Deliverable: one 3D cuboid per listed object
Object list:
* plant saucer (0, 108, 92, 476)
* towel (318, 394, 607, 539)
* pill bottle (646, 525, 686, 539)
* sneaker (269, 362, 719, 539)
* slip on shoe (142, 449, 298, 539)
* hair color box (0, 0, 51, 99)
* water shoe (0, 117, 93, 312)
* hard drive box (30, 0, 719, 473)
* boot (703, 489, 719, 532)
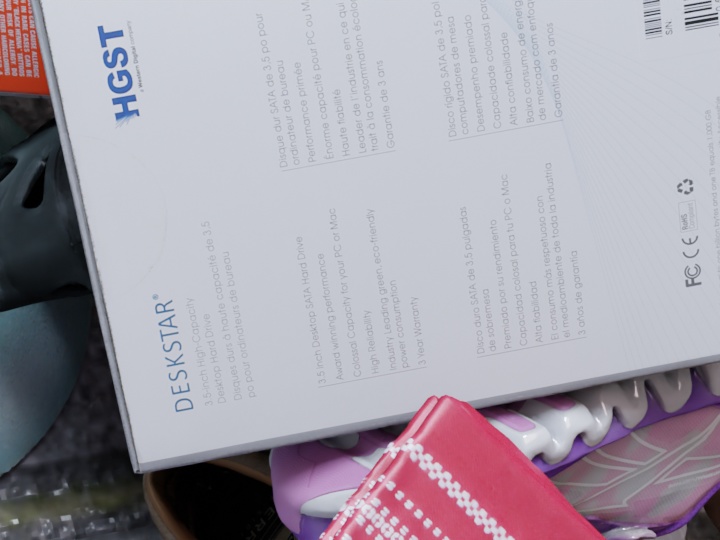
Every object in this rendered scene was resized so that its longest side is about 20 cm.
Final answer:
[{"bbox_3d":[-0.186,-0.010,0.769,0.201,0.039,0.201,11,60,-20],"label":"plant saucer"},{"bbox_3d":[0.015,0.150,0.597,0.145,0.022,0.200,43,70,-9],"label":"towel"},{"bbox_3d":[0.069,0.162,0.752,0.112,0.112,0.200,15,58,-17],"label":"pill bottle"},{"bbox_3d":[0.066,0.056,0.702,0.200,0.089,0.080,-19,33,-24],"label":"sneaker"},{"bbox_3d":[-0.001,0.112,0.713,0.061,0.076,0.200,35,3,-46],"label":"slip on shoe"},{"bbox_3d":[-0.151,-0.106,0.749,0.199,0.061,0.102,5,25,10],"label":"hair color box"},{"bbox_3d":[-0.095,-0.041,0.776,0.079,0.200,0.072,-18,103,7],"label":"water shoe"},{"bbox_3d":[0.015,-0.041,0.637,0.199,0.156,0.077,-10,25,-4],"label":"hard drive box"},{"bbox_3d":[0.176,0.191,0.822,0.186,0.064,0.200,33,59,-8],"label":"boot"}]
